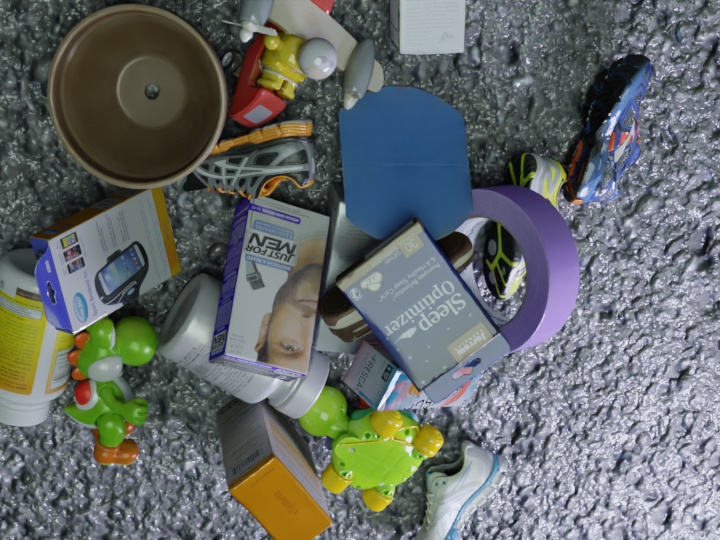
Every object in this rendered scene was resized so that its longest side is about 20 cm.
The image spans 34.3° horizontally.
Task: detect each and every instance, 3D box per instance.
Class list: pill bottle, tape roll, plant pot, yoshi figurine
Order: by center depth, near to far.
[{"bbox_3d":[-0.244,-0.198,1.322,0.198,0.093,0.204,0,102,2],"label":"plant pot"},{"bbox_3d":[-0.400,0.083,1.417,0.108,0.109,0.202,12,110,-14],"label":"pill bottle"},{"bbox_3d":[0.167,-0.001,1.424,0.065,0.199,0.203,-11,120,-43],"label":"tape roll"},{"bbox_3d":[-0.293,0.136,1.452,0.111,0.112,0.202,17,124,21],"label":"yoshi figurine"},{"bbox_3d":[-0.143,0.100,1.462,0.199,0.115,0.115,32,105,-20],"label":"pill bottle"}]

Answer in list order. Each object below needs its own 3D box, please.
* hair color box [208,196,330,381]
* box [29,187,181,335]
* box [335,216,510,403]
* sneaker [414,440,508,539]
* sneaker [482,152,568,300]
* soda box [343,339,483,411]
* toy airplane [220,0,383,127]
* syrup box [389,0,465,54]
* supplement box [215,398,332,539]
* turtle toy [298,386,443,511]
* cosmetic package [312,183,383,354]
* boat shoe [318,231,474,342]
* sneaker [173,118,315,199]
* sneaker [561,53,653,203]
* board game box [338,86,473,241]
[{"bbox_3d":[-0.107,0.021,1.397,0.108,0.065,0.203,16,72,-24],"label":"hair color box"},{"bbox_3d":[-0.302,-0.014,1.364,0.199,0.041,0.121,-33,123,-42],"label":"box"},{"bbox_3d":[0.077,0.054,1.360,0.121,0.032,0.201,-36,104,8],"label":"box"},{"bbox_3d":[0.114,0.319,1.627,0.086,0.075,0.201,34,96,-13],"label":"sneaker"},{"bbox_3d":[0.213,-0.049,1.481,0.075,0.076,0.202,0,121,-27],"label":"sneaker"},{"bbox_3d":[0.072,0.131,1.481,0.199,0.068,0.064,4,117,-50],"label":"soda box"},{"bbox_3d":[-0.060,-0.264,1.307,0.198,0.141,0.201,-18,128,-21],"label":"toy airplane"},{"bbox_3d":[0.076,-0.355,1.326,0.080,0.079,0.203,-3,113,-7],"label":"syrup box"},{"bbox_3d":[-0.113,0.249,1.483,0.073,0.200,0.126,-37,112,4],"label":"supplement box"},{"bbox_3d":[0.004,0.218,1.535,0.199,0.102,0.146,30,111,-32],"label":"turtle toy"},{"bbox_3d":[0.000,0.000,1.466,0.100,0.071,0.203,5,111,-13],"label":"cosmetic package"},{"bbox_3d":[0.050,0.023,1.415,0.200,0.075,0.075,-25,131,6],"label":"boat shoe"},{"bbox_3d":[-0.137,-0.117,1.356,0.198,0.078,0.078,-13,95,32],"label":"sneaker"},{"bbox_3d":[0.316,-0.174,1.453,0.077,0.076,0.202,8,119,-22],"label":"sneaker"},{"bbox_3d":[0.051,-0.122,1.408,0.156,0.039,0.203,-1,74,-11],"label":"board game box"}]
